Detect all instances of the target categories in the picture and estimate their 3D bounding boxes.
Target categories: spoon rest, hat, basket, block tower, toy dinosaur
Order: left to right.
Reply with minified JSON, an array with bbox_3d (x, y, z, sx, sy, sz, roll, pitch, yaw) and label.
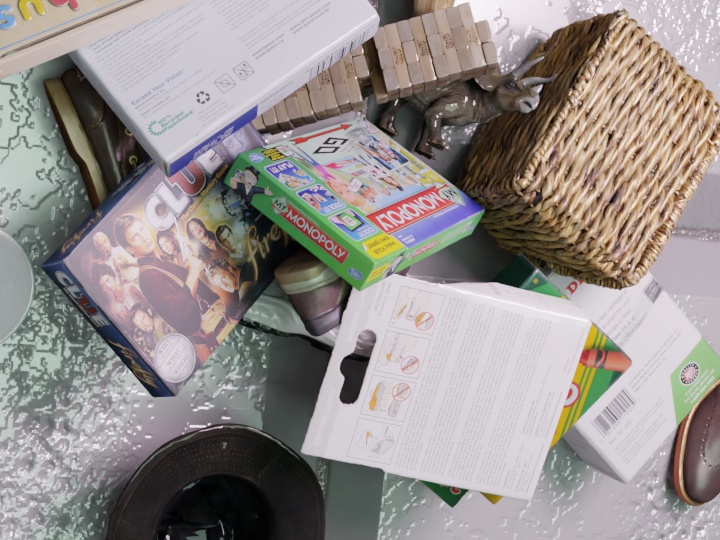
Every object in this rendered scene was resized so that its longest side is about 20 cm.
[{"bbox_3d":[-0.334,-0.010,1.132,0.200,0.061,0.100,30,84,-23],"label":"spoon rest"},{"bbox_3d":[-0.123,0.211,1.244,0.200,0.081,0.201,-5,105,-18],"label":"hat"},{"bbox_3d":[0.006,-0.160,1.224,0.199,0.058,0.054,-15,87,1],"label":"block tower"},{"bbox_3d":[0.052,-0.160,1.285,0.200,0.077,0.102,27,81,8],"label":"toy dinosaur"},{"bbox_3d":[0.191,-0.095,1.304,0.149,0.143,0.200,38,71,-20],"label":"basket"}]

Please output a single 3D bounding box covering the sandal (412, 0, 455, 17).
[{"bbox_3d":[0.102,-0.291,1.239,0.078,0.069,0.212,-39,146,-59],"label":"sandal"}]

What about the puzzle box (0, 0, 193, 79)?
[{"bbox_3d":[-0.195,-0.231,1.094,0.200,0.025,0.133,-25,78,-12],"label":"puzzle box"}]

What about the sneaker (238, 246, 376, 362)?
[{"bbox_3d":[-0.026,0.028,1.268,0.200,0.074,0.080,21,82,-24],"label":"sneaker"}]

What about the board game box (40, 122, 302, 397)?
[{"bbox_3d":[-0.129,-0.022,1.160,0.136,0.035,0.200,52,57,-22],"label":"board game box"}]

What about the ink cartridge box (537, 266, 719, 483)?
[{"bbox_3d":[0.207,0.066,1.366,0.146,0.084,0.200,-46,111,-10],"label":"ink cartridge box"}]

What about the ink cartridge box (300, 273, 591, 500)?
[{"bbox_3d":[0.065,0.085,1.203,0.200,0.050,0.161,14,104,-15],"label":"ink cartridge box"}]

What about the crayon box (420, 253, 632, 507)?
[{"bbox_3d":[0.111,0.102,1.270,0.127,0.051,0.200,41,95,-21],"label":"crayon box"}]

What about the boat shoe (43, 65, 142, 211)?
[{"bbox_3d":[-0.179,-0.065,1.187,0.070,0.070,0.200,-21,104,-16],"label":"boat shoe"}]

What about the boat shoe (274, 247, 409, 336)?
[{"bbox_3d":[0.000,0.000,1.223,0.200,0.072,0.065,-30,111,-60],"label":"boat shoe"}]

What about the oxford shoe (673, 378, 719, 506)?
[{"bbox_3d":[0.363,0.135,1.450,0.071,0.073,0.200,31,84,-25],"label":"oxford shoe"}]

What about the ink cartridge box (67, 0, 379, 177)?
[{"bbox_3d":[-0.123,-0.200,1.125,0.196,0.043,0.200,-36,78,-14],"label":"ink cartridge box"}]

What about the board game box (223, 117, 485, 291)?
[{"bbox_3d":[0.001,-0.057,1.188,0.134,0.200,0.029,38,117,14],"label":"board game box"}]
